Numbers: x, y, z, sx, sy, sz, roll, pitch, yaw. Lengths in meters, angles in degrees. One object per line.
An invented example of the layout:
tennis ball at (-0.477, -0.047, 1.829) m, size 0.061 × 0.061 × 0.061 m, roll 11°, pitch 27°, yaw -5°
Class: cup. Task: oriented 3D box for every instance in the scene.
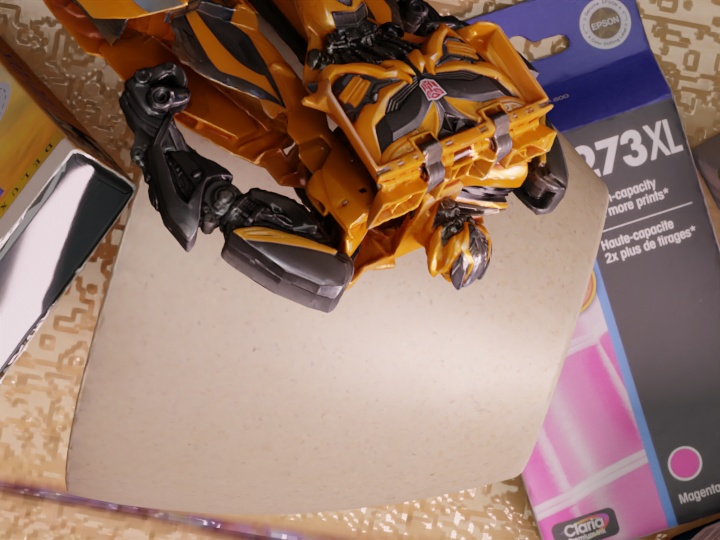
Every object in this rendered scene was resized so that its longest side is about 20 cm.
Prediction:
cup at (0.000, 0.000, 0.958) m, size 0.143 × 0.200 × 0.201 m, roll 18°, pitch 96°, yaw 1°

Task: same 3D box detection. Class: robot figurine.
robot figurine at (-0.025, -0.077, 0.844) m, size 0.200 × 0.145 × 0.058 m, roll 49°, pitch 138°, yaw 19°

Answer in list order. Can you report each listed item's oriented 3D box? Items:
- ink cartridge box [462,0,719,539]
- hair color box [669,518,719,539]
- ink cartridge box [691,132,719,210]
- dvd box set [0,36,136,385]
ink cartridge box at (0.084, -0.001, 1.052) m, size 0.095 × 0.037 × 0.200 m, roll -18°, pitch 96°, yaw 1°
hair color box at (0.182, 0.178, 1.026) m, size 0.061 × 0.100 × 0.200 m, roll -36°, pitch 93°, yaw -40°
ink cartridge box at (0.205, 0.032, 1.003) m, size 0.084 × 0.145 × 0.200 m, roll -30°, pitch 98°, yaw 3°
dvd box set at (-0.157, -0.011, 0.962) m, size 0.029 × 0.200 × 0.146 m, roll 33°, pitch 97°, yaw -32°
